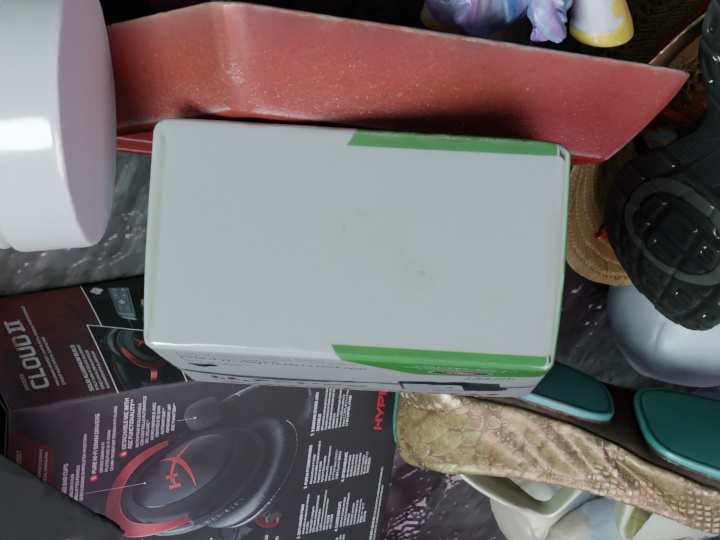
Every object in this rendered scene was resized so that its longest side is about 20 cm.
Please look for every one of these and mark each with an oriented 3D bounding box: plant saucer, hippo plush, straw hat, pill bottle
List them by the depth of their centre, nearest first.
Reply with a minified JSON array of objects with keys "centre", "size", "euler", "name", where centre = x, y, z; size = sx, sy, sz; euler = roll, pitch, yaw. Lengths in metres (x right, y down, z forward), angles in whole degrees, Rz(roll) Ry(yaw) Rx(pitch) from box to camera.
[{"centre":[-0.191,-0.052,1.013],"size":[0.199,0.114,0.114],"euler":[-3,134,7],"name":"pill bottle"},{"centre":[-0.013,-0.061,1.101],"size":[0.200,0.199,0.037],"euler":[5,86,-31],"name":"plant saucer"},{"centre":[0.137,-0.091,1.209],"size":[0.201,0.085,0.201],"euler":[-26,151,-16],"name":"straw hat"},{"centre":[0.169,0.075,1.316],"size":[0.200,0.159,0.161],"euler":[16,113,5],"name":"hippo plush"}]

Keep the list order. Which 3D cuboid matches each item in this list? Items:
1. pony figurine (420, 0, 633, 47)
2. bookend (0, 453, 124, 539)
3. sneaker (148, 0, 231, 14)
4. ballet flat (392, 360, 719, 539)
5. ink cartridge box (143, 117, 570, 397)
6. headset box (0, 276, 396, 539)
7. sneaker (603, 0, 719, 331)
[{"centre":[0.070,-0.180,1.026],"size":[0.193,0.166,0.200],"euler":[-21,126,-39],"name":"pony figurine"},{"centre":[-0.229,0.129,1.103],"size":[0.200,0.092,0.199],"euler":[33,78,-13],"name":"bookend"},{"centre":[-0.101,-0.170,1.028],"size":[0.090,0.075,0.200],"euler":[-14,117,-5],"name":"sneaker"},{"centre":[0.105,0.079,1.237],"size":[0.200,0.071,0.065],"euler":[19,118,-9],"name":"ballet flat"},{"centre":[0.000,0.000,1.095],"size":[0.146,0.083,0.200],"euler":[3,175,2],"name":"ink cartridge box"},{"centre":[-0.090,0.080,1.255],"size":[0.200,0.075,0.149],"euler":[-10,131,-20],"name":"headset box"},{"centre":[0.163,-0.051,1.136],"size":[0.091,0.076,0.200],"euler":[-27,157,-36],"name":"sneaker"}]
